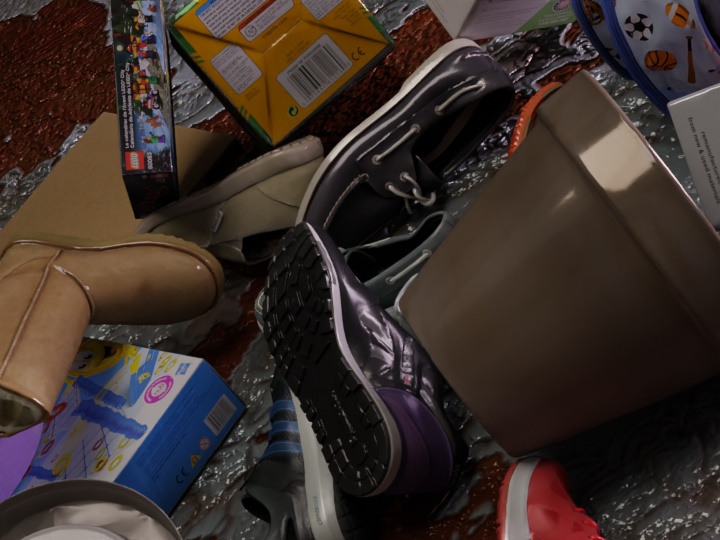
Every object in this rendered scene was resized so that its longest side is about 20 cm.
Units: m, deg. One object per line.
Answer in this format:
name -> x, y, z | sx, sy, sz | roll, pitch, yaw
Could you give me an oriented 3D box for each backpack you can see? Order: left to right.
backpack -> 0.222, -0.199, 1.636 | 0.154, 0.200, 0.191 | -20, 43, 35

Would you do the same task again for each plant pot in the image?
plant pot -> 0.123, 0.012, 1.452 | 0.173, 0.200, 0.200 | -37, 33, 4

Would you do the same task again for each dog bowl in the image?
dog bowl -> -0.185, 0.234, 1.565 | 0.200, 0.059, 0.200 | -11, 57, 17

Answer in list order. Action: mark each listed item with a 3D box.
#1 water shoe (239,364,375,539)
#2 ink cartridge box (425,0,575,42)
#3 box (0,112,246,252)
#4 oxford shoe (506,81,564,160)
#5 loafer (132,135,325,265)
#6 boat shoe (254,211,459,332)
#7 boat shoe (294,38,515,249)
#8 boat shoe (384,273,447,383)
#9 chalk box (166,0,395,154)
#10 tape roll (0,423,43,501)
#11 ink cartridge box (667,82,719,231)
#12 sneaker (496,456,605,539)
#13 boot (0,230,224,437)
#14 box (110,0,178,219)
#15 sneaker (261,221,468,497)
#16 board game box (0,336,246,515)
water shoe -> -0.047, 0.122, 1.602 | 0.079, 0.072, 0.200 | -29, 34, 12
ink cartridge box -> 0.131, -0.258, 1.756 | 0.117, 0.200, 0.067 | -13, 58, -34
box -> -0.200, -0.056, 2.019 | 0.200, 0.021, 0.164 | 13, 59, 51
oxford shoe -> 0.129, -0.056, 1.673 | 0.072, 0.071, 0.200 | 15, 42, 9
loafer -> -0.095, -0.034, 1.842 | 0.200, 0.068, 0.076 | -28, -4, 43
boat shoe -> 0.000, 0.000, 1.716 | 0.200, 0.062, 0.073 | -12, 42, 36
boat shoe -> 0.032, -0.075, 1.768 | 0.200, 0.073, 0.063 | -49, 50, 0
boat shoe -> 0.061, 0.028, 1.611 | 0.201, 0.072, 0.070 | -8, 44, 40
chalk box -> -0.063, -0.172, 1.898 | 0.125, 0.124, 0.200 | -41, 3, -3
tape roll -> -0.325, 0.129, 1.773 | 0.200, 0.066, 0.200 | -26, 34, 19
ink cartridge box -> 0.303, -0.097, 1.454 | 0.200, 0.083, 0.146 | -21, -4, 25
sneaker -> 0.137, 0.176, 1.382 | 0.115, 0.078, 0.200 | -7, 38, 12
boot -> -0.199, 0.048, 1.715 | 0.175, 0.066, 0.200 | 2, 29, 10
box -> -0.159, -0.121, 1.844 | 0.038, 0.137, 0.200 | -4, -8, -3
sneaker -> 0.004, 0.060, 1.581 | 0.076, 0.088, 0.200 | -47, 51, 37
board game box -> -0.209, 0.142, 1.754 | 0.196, 0.056, 0.200 | 7, 54, 48
